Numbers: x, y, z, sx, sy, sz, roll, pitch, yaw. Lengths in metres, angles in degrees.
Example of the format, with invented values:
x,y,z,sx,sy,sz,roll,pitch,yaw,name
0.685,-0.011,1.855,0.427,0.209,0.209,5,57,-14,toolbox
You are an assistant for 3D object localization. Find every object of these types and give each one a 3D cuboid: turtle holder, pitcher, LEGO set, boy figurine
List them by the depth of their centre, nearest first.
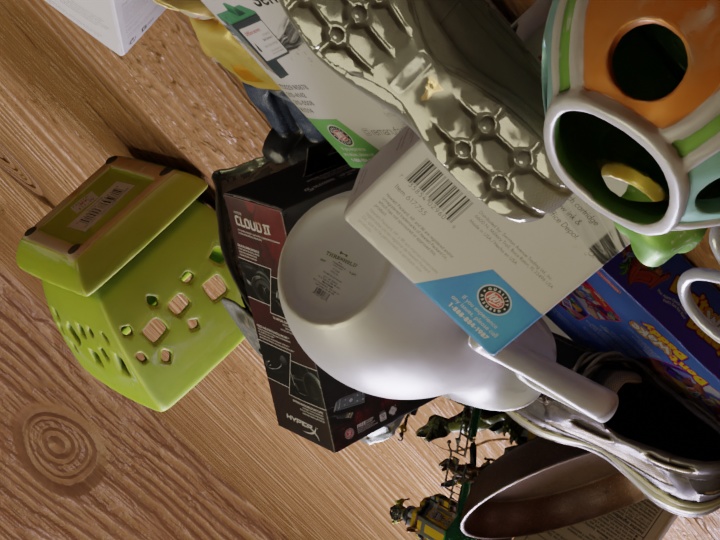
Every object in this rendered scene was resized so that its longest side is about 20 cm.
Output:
x,y,z,sx,sy,sz,roll,pitch,yaw,name
0.135,-0.083,0.657,0.141,0.132,0.185,41,162,-5,turtle holder
0.056,0.033,0.934,0.171,0.122,0.200,22,175,38,pitcher
-0.076,-0.152,1.084,0.124,0.064,0.200,29,164,41,boy figurine
0.082,0.127,1.260,0.116,0.153,0.201,24,119,44,LEGO set

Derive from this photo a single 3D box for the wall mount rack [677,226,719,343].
x,y,z,sx,sy,sz,roll,pitch,yaw,name
0.270,0.033,0.801,0.200,0.075,0.174,18,150,53,wall mount rack

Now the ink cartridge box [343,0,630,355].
x,y,z,sx,sy,sz,roll,pitch,yaw,name
0.102,-0.065,0.796,0.116,0.200,0.068,43,-154,-12,ink cartridge box

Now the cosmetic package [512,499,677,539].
x,y,z,sx,sy,sz,roll,pitch,yaw,name
0.185,0.244,1.314,0.103,0.200,0.087,35,165,17,cosmetic package

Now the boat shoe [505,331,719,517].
x,y,z,sx,sy,sz,roll,pitch,yaw,name
0.164,0.082,1.020,0.200,0.075,0.073,29,150,17,boat shoe

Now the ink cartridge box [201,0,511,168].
x,y,z,sx,sy,sz,roll,pitch,yaw,name
-0.012,-0.156,0.886,0.200,0.084,0.146,46,163,-23,ink cartridge box

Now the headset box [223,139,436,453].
x,y,z,sx,sy,sz,roll,pitch,yaw,name
0.000,0.000,1.068,0.077,0.149,0.201,19,126,51,headset box

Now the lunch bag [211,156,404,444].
x,y,z,sx,sy,sz,roll,pitch,yaw,name
-0.036,0.026,1.223,0.164,0.117,0.200,57,-165,-48,lunch bag

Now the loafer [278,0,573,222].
x,y,z,sx,sy,sz,roll,pitch,yaw,name
0.029,-0.108,0.720,0.070,0.070,0.200,-38,97,30,loafer

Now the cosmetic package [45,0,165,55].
x,y,z,sx,sy,sz,roll,pitch,yaw,name
-0.183,-0.241,1.041,0.108,0.085,0.200,37,163,6,cosmetic package

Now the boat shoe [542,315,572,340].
x,y,z,sx,sy,sz,roll,pitch,yaw,name
0.096,0.017,1.138,0.200,0.071,0.069,30,163,34,boat shoe

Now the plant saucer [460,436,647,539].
x,y,z,sx,sy,sz,roll,pitch,yaw,name
0.167,0.152,1.170,0.200,0.200,0.035,80,175,-66,plant saucer

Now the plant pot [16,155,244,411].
x,y,z,sx,sy,sz,roll,pitch,yaw,name
-0.226,-0.002,1.602,0.199,0.200,0.182,18,146,54,plant pot

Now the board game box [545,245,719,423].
x,y,z,sx,sy,sz,roll,pitch,yaw,name
0.205,0.048,1.024,0.200,0.045,0.134,43,164,-10,board game box
